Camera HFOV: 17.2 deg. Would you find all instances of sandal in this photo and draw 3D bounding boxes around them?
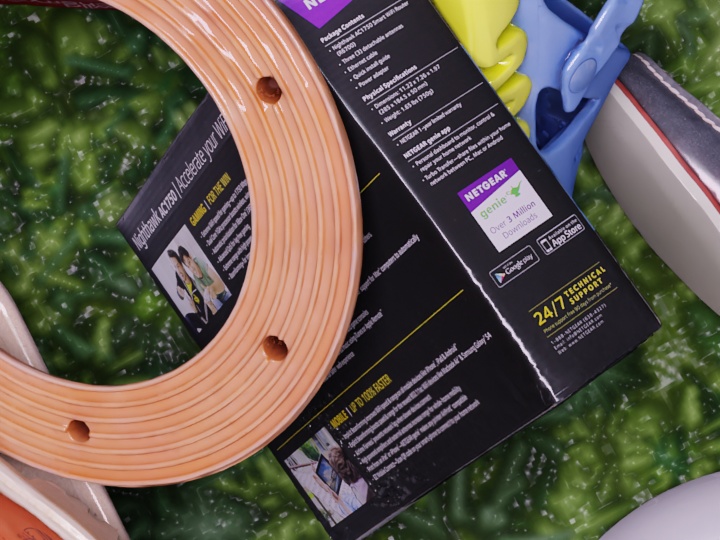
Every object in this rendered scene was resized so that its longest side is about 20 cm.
[{"bbox_3d":[0.058,-0.056,0.805,0.087,0.201,0.080,-32,58,-19],"label":"sandal"}]

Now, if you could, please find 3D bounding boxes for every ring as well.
[{"bbox_3d":[-0.089,-0.026,0.742,0.199,0.019,0.202,9,114,21],"label":"ring"}]

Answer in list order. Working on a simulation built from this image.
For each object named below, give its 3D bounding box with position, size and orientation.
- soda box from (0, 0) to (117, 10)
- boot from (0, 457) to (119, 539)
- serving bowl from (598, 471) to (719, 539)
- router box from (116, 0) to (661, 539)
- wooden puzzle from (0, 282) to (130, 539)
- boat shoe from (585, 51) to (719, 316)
[{"bbox_3d":[-0.060,-0.128,0.867,0.199,0.070,0.064,4,88,4],"label":"soda box"},{"bbox_3d":[-0.165,0.076,0.743,0.199,0.107,0.075,32,109,11],"label":"boot"},{"bbox_3d":[0.154,0.169,0.840,0.199,0.066,0.202,0,87,5],"label":"serving bowl"},{"bbox_3d":[0.000,0.000,0.793,0.051,0.200,0.150,-33,85,-27],"label":"router box"},{"bbox_3d":[-0.160,0.124,0.818,0.184,0.037,0.201,-29,87,10],"label":"wooden puzzle"},{"bbox_3d":[0.156,-0.006,0.845,0.062,0.071,0.200,-40,80,-10],"label":"boat shoe"}]
